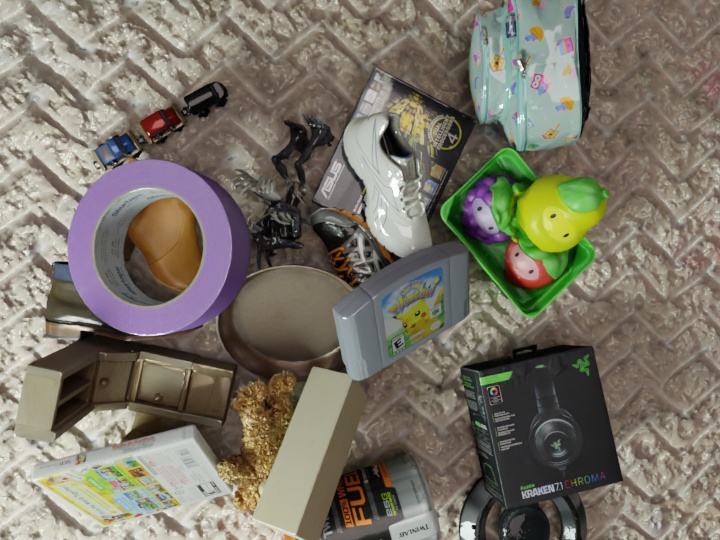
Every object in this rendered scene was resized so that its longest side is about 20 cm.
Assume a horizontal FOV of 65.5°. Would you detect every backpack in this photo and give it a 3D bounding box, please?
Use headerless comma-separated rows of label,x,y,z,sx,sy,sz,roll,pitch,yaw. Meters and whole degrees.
backpack,0.220,-0.254,0.732,0.153,0.176,0.201,-13,95,9

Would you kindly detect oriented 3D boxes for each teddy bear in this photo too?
teddy bear,-0.122,0.232,0.748,0.067,0.145,0.201,10,87,32

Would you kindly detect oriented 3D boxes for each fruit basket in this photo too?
fruit basket,0.221,-0.055,0.731,0.155,0.216,0.216,-43,98,-3

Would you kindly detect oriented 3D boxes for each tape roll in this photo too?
tape roll,-0.236,-0.026,0.662,0.199,0.066,0.201,0,88,8

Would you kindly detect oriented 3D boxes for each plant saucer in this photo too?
plant saucer,-0.088,0.068,0.743,0.199,0.032,0.201,-2,126,-3

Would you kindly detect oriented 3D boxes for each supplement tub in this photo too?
supplement tub,-0.002,0.340,0.766,0.199,0.123,0.123,-16,96,-7

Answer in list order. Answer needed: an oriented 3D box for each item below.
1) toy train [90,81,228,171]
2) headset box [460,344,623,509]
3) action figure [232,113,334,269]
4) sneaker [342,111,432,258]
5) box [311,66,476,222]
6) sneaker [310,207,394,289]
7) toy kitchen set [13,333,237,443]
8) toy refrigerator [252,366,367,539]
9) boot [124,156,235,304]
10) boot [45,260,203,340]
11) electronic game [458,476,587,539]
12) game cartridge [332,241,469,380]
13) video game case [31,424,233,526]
toy train,-0.261,-0.188,0.729,0.200,0.046,0.034,-33,98,-5
headset box,0.251,0.206,0.796,0.173,0.093,0.201,-10,85,-7
action figure,-0.110,-0.101,0.725,0.102,0.119,0.201,25,83,-43
sneaker,0.044,-0.104,0.704,0.074,0.087,0.201,-30,102,-28
box,0.045,-0.151,0.775,0.161,0.049,0.201,26,92,-7
sneaker,0.000,0.000,0.754,0.200,0.078,0.077,48,61,-8
toy kitchen set,-0.278,0.192,0.686,0.199,0.180,0.164,13,93,-5
toy refrigerator,-0.062,0.234,0.723,0.070,0.076,0.201,8,60,23
boot,-0.232,-0.053,0.728,0.201,0.071,0.144,25,97,-3
boot,-0.307,0.037,0.725,0.199,0.075,0.097,0,97,-6
electronic game,0.246,0.390,0.845,0.199,0.042,0.201,0,86,-6
game cartridge,0.060,0.046,0.718,0.200,0.040,0.134,-28,128,-21
video game case,-0.272,0.264,0.705,0.181,0.200,0.023,-13,53,-7
